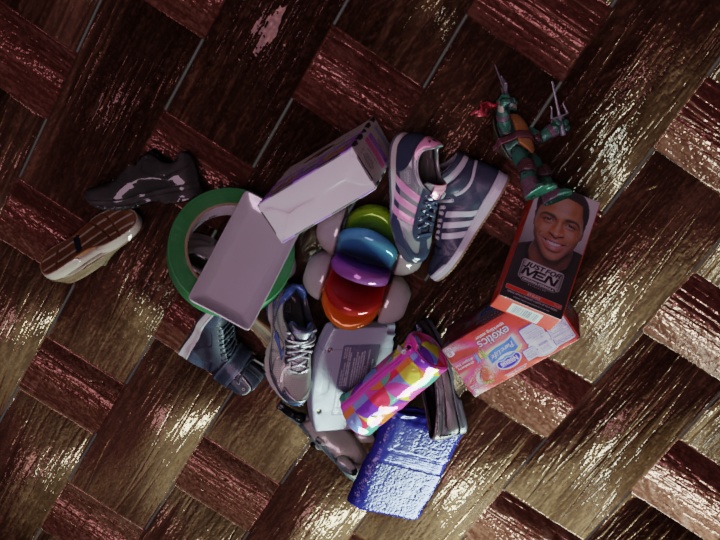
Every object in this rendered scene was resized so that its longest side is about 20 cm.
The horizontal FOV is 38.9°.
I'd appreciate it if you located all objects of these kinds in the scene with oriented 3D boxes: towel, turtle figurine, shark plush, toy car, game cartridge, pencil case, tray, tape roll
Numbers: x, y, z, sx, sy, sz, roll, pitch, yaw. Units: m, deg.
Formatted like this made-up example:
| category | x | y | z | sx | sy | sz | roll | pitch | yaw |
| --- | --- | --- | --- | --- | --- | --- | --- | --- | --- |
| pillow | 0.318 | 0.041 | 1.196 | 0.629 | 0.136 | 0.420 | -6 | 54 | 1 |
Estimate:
| category | x | y | z | sx | sy | sz | roll | pitch | yaw |
| --- | --- | --- | --- | --- | --- | --- | --- | --- | --- |
| towel | 0.074 | 0.322 | 1.728 | 0.147 | 0.050 | 0.201 | 17 | 108 | -22 |
| turtle figurine | 0.242 | -0.197 | 1.491 | 0.101 | 0.149 | 0.201 | -35 | 66 | 47 |
| shark plush | -0.066 | 0.301 | 1.765 | 0.199 | 0.091 | 0.083 | 27 | 145 | -6 |
| toy car | 0.000 | 0.000 | 1.588 | 0.174 | 0.150 | 0.201 | 19 | 113 | 3 |
| game cartridge | -0.021 | 0.173 | 1.687 | 0.132 | 0.041 | 0.201 | -1 | 117 | -25 |
| pencil case | 0.049 | 0.177 | 1.619 | 0.088 | 0.088 | 0.200 | 40 | 116 | -6 |
| tray | -0.175 | -0.015 | 1.571 | 0.107 | 0.022 | 0.201 | 28 | 70 | -6 |
| tape roll | -0.204 | -0.028 | 1.605 | 0.199 | 0.048 | 0.202 | 4 | 73 | -13 |

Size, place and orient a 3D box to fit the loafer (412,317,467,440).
| category | x | y | z | sx | sy | sz | roll | pitch | yaw |
| --- | --- | --- | --- | --- | --- | --- | --- | --- | --- |
| loafer | 0.117 | 0.180 | 1.656 | 0.063 | 0.072 | 0.201 | -19 | 94 | -16 |

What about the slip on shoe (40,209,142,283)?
| category | x | y | z | sx | sy | sz | roll | pitch | yaw |
| --- | --- | --- | --- | --- | --- | --- | --- | --- | --- |
| slip on shoe | -0.442 | -0.037 | 1.709 | 0.199 | 0.076 | 0.061 | -31 | 143 | 12 |

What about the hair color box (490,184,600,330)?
| category | x | y | z | sx | sy | sz | roll | pitch | yaw |
| --- | --- | --- | --- | --- | --- | --- | --- | --- | --- |
| hair color box | 0.275 | -0.025 | 1.513 | 0.101 | 0.061 | 0.201 | 22 | 70 | 1 |

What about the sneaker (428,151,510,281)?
| category | x | y | z | sx | sy | sz | roll | pitch | yaw |
| --- | --- | --- | --- | --- | --- | --- | --- | --- | --- |
| sneaker | 0.133 | -0.088 | 1.571 | 0.108 | 0.070 | 0.201 | 30 | 106 | -7 |

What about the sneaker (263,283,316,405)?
| category | x | y | z | sx | sy | sz | roll | pitch | yaw |
| --- | --- | --- | --- | --- | --- | --- | --- | --- | --- |
| sneaker | -0.109 | 0.114 | 1.629 | 0.077 | 0.085 | 0.202 | -2 | 78 | -29 |

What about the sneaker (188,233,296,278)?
| category | x | y | z | sx | sy | sz | roll | pitch | yaw |
| --- | --- | --- | --- | --- | --- | --- | --- | --- | --- |
| sneaker | -0.207 | -0.007 | 1.658 | 0.198 | 0.089 | 0.076 | 8 | 111 | 7 |

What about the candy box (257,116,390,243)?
| category | x | y | z | sx | sy | sz | roll | pitch | yaw |
| --- | --- | --- | --- | --- | --- | --- | --- | --- | --- |
| candy box | -0.045 | -0.139 | 1.515 | 0.167 | 0.200 | 0.072 | -29 | 103 | 20 |

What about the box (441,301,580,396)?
| category | x | y | z | sx | sy | sz | roll | pitch | yaw |
| --- | --- | --- | --- | --- | --- | --- | --- | --- | --- |
| box | 0.237 | 0.098 | 1.610 | 0.199 | 0.096 | 0.100 | -33 | 101 | 20 |

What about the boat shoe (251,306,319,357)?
| category | x | y | z | sx | sy | sz | roll | pitch | yaw |
| --- | --- | --- | --- | --- | --- | --- | --- | --- | --- |
| boat shoe | -0.131 | 0.110 | 1.707 | 0.200 | 0.072 | 0.065 | 46 | 149 | -11 |

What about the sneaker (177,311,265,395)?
| category | x | y | z | sx | sy | sz | roll | pitch | yaw |
| --- | --- | --- | --- | --- | --- | --- | --- | --- | --- |
| sneaker | -0.210 | 0.122 | 1.690 | 0.146 | 0.077 | 0.203 | 38 | 140 | 1 |

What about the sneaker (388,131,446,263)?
| category | x | y | z | sx | sy | sz | roll | pitch | yaw |
| --- | --- | --- | --- | --- | --- | --- | --- | --- | --- |
| sneaker | 0.090 | -0.103 | 1.506 | 0.082 | 0.070 | 0.202 | 11 | 115 | 44 |

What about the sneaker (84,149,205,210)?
| category | x | y | z | sx | sy | sz | roll | pitch | yaw |
| --- | --- | --- | --- | --- | --- | --- | --- | --- | --- |
| sneaker | -0.351 | -0.147 | 1.649 | 0.198 | 0.076 | 0.092 | -8 | 100 | 6 |
